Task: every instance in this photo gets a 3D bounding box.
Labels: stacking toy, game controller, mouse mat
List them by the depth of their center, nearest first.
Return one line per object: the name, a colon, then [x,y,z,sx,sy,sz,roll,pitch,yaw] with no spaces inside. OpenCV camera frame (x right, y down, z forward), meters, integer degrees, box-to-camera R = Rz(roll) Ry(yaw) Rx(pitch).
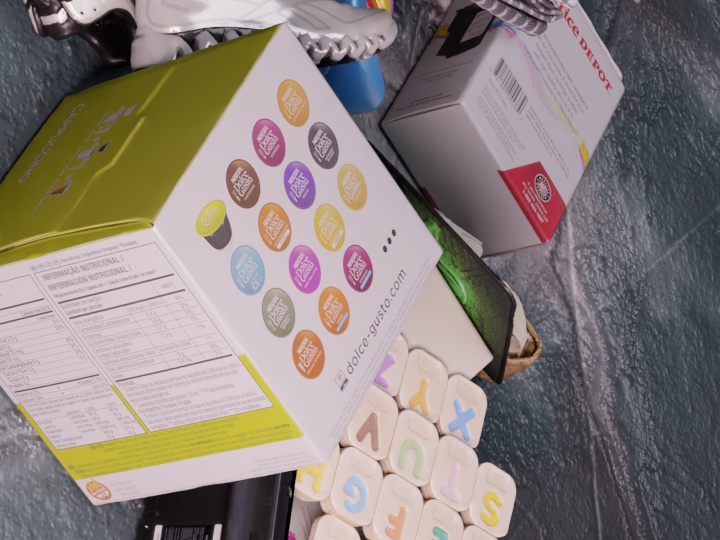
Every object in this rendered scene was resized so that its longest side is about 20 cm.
game controller: [-0.097,0.183,1.632,0.042,0.104,0.201,39,51,-50]
mouse mat: [0.051,-0.003,1.793,0.008,0.200,0.161,-40,75,-12]
stacking toy: [-0.014,-0.194,1.862,0.200,0.109,0.117,-50,131,-59]

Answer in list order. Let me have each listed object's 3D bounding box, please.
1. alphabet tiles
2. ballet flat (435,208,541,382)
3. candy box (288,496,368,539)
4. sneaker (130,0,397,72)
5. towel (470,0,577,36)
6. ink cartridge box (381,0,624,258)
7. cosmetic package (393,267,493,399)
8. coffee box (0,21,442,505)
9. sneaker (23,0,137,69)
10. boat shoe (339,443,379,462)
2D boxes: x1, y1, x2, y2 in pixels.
alphabet tiles: [0.028,0.143,1.725,0.200,0.015,0.197,34,57,-31]
ballet flat: [0.077,0.005,1.938,0.200,0.065,0.071,50,45,-32]
candy box: [-0.018,0.222,1.731,0.199,0.061,0.137,23,44,-48]
sneaker: [-0.061,-0.171,1.687,0.199,0.075,0.082,-5,89,-34]
towel: [0.069,-0.273,1.934,0.165,0.086,0.201,25,28,-43]
ink cartridge box: [0.117,-0.130,2.013,0.146,0.082,0.200,56,42,-26]
cosmetic package: [0.000,0.000,1.796,0.073,0.103,0.200,-42,116,-15]
coffee box: [-0.108,-0.002,1.590,0.198,0.199,0.200,55,43,-26]
sneaker: [-0.196,-0.197,1.633,0.200,0.075,0.088,28,59,-44]
boat shoe: [-0.030,0.102,1.776,0.199,0.060,0.076,17,67,-49]
